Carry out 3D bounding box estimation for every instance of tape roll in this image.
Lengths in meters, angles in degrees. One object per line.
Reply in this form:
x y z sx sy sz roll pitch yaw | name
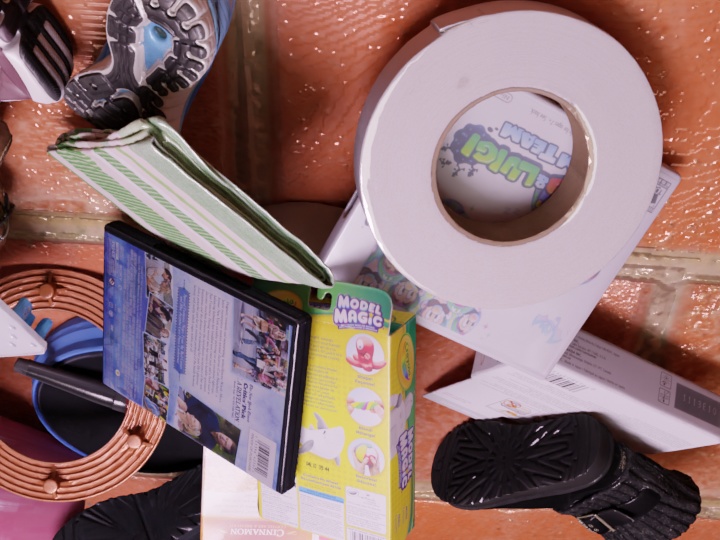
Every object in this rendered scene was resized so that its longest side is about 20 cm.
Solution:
0.094 -0.072 0.660 0.202 0.037 0.203 -3 115 -6 | tape roll

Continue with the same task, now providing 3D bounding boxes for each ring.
-0.257 0.099 0.845 0.200 0.019 0.201 0 97 2 | ring

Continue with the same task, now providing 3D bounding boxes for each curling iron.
-0.196 0.103 0.870 0.199 0.026 0.050 14 114 -2 | curling iron

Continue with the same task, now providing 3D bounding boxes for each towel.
-0.118 -0.044 0.667 0.152 0.023 0.200 41 162 -28 | towel

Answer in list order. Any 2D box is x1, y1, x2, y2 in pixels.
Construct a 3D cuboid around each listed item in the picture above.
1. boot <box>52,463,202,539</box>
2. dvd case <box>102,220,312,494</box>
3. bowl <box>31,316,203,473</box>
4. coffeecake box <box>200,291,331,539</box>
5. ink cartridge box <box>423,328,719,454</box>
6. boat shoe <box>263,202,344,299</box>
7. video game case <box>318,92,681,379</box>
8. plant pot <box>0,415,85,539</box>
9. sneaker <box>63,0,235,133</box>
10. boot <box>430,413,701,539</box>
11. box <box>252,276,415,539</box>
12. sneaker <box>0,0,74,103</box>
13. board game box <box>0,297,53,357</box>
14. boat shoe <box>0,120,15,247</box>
-0.194 0.264 0.984 0.198 0.073 0.163 -24 154 -22 | boot
-0.120 0.060 0.747 0.200 0.018 0.143 24 120 32 | dvd case
-0.203 0.119 0.929 0.200 0.039 0.201 2 135 2 | bowl
-0.050 0.122 0.827 0.153 0.073 0.201 3 109 -8 | coffeecake box
0.182 0.110 0.885 0.200 0.044 0.173 25 155 -19 | ink cartridge box
0.000 -0.001 0.766 0.200 0.070 0.072 5 128 -5 | boat shoe
0.095 -0.033 0.711 0.200 0.024 0.182 25 108 -19 | video game case
-0.362 0.214 0.946 0.179 0.200 0.200 15 137 -31 | plant pot
-0.119 -0.136 0.636 0.078 0.090 0.200 39 149 -14 | sneaker
0.183 0.200 0.927 0.158 0.080 0.211 32 150 -33 | boot
-0.020 0.096 0.731 0.117 0.048 0.201 10 114 26 | box
-0.274 -0.172 0.620 0.115 0.076 0.200 -10 134 19 | sneaker
-0.355 -0.004 0.752 0.199 0.026 0.200 -6 136 33 | board game box
-0.286 -0.050 0.747 0.068 0.072 0.200 31 144 -23 | boat shoe
